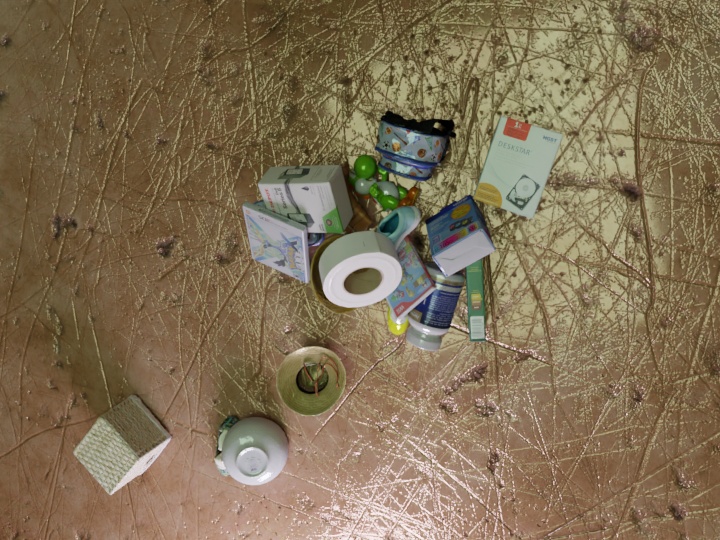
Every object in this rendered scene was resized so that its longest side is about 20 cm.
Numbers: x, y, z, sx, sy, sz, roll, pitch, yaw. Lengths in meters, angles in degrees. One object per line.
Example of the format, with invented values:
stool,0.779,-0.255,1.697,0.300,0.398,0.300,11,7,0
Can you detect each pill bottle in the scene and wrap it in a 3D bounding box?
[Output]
pill bottle,0.185,0.092,1.373,0.114,0.116,0.204,17,102,13

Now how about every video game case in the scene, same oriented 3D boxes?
video game case,0.098,0.001,1.368,0.143,0.017,0.202,-43,60,33
video game case,-0.213,-0.069,1.385,0.179,0.022,0.202,23,143,17

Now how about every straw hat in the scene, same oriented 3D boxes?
straw hat,-0.132,0.299,1.512,0.196,0.085,0.206,0,95,3

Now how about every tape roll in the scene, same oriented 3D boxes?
tape roll,0.000,0.000,1.305,0.200,0.202,0.072,-31,48,17

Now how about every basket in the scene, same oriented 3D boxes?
basket,-0.747,0.543,1.687,0.200,0.161,0.199,45,108,7

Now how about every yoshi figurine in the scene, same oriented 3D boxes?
yoshi figurine,0.050,-0.227,1.375,0.197,0.112,0.114,28,89,12

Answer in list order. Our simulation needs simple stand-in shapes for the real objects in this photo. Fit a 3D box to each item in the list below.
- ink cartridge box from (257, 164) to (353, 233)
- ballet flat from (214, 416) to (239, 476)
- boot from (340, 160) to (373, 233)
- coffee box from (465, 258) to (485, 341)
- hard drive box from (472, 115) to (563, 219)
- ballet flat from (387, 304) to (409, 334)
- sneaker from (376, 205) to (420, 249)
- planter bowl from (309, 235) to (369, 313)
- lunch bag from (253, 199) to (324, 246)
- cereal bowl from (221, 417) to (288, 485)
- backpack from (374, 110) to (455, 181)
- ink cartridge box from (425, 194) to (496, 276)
ink cartridge box,-0.133,-0.174,1.321,0.196,0.085,0.147,3,131,23
ballet flat,-0.417,0.544,1.639,0.073,0.074,0.204,12,102,14
boot,-0.029,-0.172,1.373,0.155,0.077,0.200,46,145,6
coffee box,0.285,0.063,1.334,0.043,0.123,0.205,-3,98,11
hard drive box,0.373,-0.245,1.288,0.153,0.077,0.204,19,103,12
ballet flat,0.109,0.079,1.418,0.066,0.067,0.204,18,103,12
sneaker,0.061,-0.091,1.335,0.201,0.081,0.075,-52,53,35
planter bowl,-0.070,0.011,1.428,0.083,0.198,0.205,-2,100,52
lunch bag,-0.200,-0.126,1.473,0.196,0.076,0.164,-8,99,16
cereal bowl,-0.310,0.538,1.570,0.195,0.083,0.205,-1,99,-5
backpack,0.117,-0.301,1.293,0.196,0.190,0.157,13,102,12
ink cartridge box,0.235,-0.095,1.308,0.135,0.201,0.077,-30,118,18
